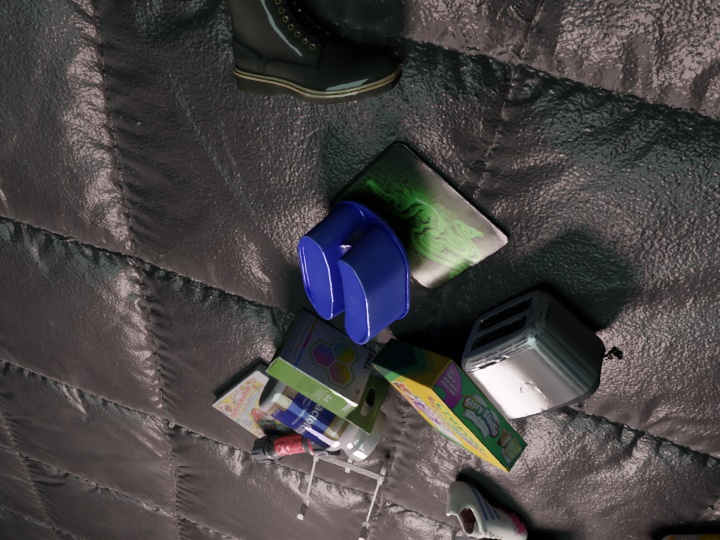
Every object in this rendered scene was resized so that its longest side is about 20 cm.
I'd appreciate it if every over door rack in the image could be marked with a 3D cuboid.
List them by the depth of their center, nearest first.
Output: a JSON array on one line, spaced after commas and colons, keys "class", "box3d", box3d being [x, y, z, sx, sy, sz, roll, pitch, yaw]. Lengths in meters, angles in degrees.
[{"class": "over door rack", "box3d": [-0.034, 0.424, 1.409, 0.147, 0.067, 0.201, 18, 116, 7]}]

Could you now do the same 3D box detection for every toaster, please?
[{"class": "toaster", "box3d": [0.231, 0.113, 0.957, 0.129, 0.114, 0.200, 42, 138, -15]}]

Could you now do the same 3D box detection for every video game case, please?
[{"class": "video game case", "box3d": [-0.167, 0.269, 1.362, 0.182, 0.023, 0.200, 38, 136, -13]}]

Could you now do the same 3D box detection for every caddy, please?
[{"class": "caddy", "box3d": [0.000, 0.000, 0.953, 0.141, 0.105, 0.201, 34, 148, 29]}]

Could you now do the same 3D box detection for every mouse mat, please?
[{"class": "mouse mat", "box3d": [0.074, -0.064, 0.933, 0.200, 0.008, 0.161, 38, 136, -15]}]

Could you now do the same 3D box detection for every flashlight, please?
[{"class": "flashlight", "box3d": [-0.123, 0.326, 1.332, 0.199, 0.068, 0.068, -18, 124, 35]}]

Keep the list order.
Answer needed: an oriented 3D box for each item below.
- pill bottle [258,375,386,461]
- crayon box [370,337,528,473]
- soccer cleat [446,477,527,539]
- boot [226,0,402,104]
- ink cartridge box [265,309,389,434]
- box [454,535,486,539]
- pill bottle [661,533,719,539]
[{"class": "pill bottle", "box3d": [-0.062, 0.232, 1.208, 0.199, 0.116, 0.116, 33, 137, -10]}, {"class": "crayon box", "box3d": [0.131, 0.198, 1.069, 0.200, 0.058, 0.172, 47, 165, -23]}, {"class": "soccer cleat", "box3d": [0.231, 0.473, 1.332, 0.200, 0.087, 0.070, 40, 135, -17]}, {"class": "boot", "box3d": [-0.059, -0.257, 0.756, 0.199, 0.078, 0.139, 6, 130, 18]}, {"class": "ink cartridge box", "box3d": [-0.038, 0.161, 1.134, 0.199, 0.104, 0.059, 33, 138, -9]}, {"class": "box", "box3d": [0.299, 0.582, 1.420, 0.199, 0.041, 0.156, -1, 145, 27]}, {"class": "pill bottle", "box3d": [0.565, 0.498, 1.184, 0.199, 0.113, 0.113, -16, 124, 36]}]
